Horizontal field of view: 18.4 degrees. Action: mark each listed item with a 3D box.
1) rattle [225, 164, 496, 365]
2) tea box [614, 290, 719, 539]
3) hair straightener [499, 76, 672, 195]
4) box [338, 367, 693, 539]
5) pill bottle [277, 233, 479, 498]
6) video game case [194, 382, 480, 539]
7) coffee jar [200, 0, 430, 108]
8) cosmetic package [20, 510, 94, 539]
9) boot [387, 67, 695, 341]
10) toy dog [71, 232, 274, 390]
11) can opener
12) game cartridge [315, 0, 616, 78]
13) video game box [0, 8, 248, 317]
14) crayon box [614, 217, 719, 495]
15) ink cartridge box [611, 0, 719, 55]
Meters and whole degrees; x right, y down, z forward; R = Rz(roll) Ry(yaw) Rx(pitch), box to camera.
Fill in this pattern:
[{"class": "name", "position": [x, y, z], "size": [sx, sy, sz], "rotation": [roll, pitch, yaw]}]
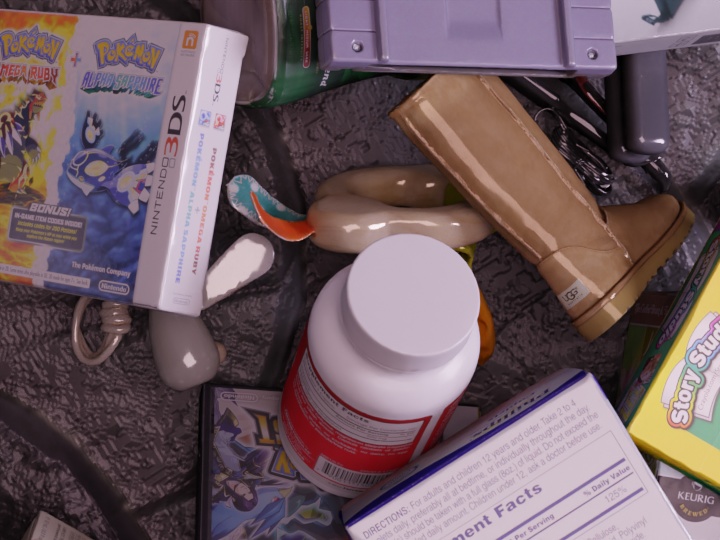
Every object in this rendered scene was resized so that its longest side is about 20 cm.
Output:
[{"class": "rattle", "position": [0.000, 0.000, 1.497], "size": [0.199, 0.130, 0.144], "rotation": [-17, 133, -40]}, {"class": "tea box", "position": [0.285, 0.125, 1.545], "size": [0.199, 0.134, 0.198], "rotation": [9, 88, -9]}, {"class": "hair straightener", "position": [0.143, -0.100, 1.572], "size": [0.200, 0.041, 0.077], "rotation": [44, 84, -12]}, {"class": "box", "position": [0.113, 0.192, 1.411], "size": [0.183, 0.105, 0.201], "rotation": [-32, 92, -2]}, {"class": "pill bottle", "position": [0.014, 0.061, 1.439], "size": [0.111, 0.200, 0.113], "rotation": [5, 61, -10]}, {"class": "video game case", "position": [-0.012, 0.168, 1.505], "size": [0.199, 0.026, 0.182], "rotation": [5, 59, -10]}, {"class": "coffee jar", "position": [-0.007, -0.171, 1.478], "size": [0.199, 0.085, 0.105], "rotation": [-15, 109, -41]}, {"class": "cosmetic package", "position": [-0.158, 0.262, 1.482], "size": [0.199, 0.087, 0.104], "rotation": [30, 105, -9]}, {"class": "boot", "position": [0.127, -0.070, 1.490], "size": [0.200, 0.175, 0.066], "rotation": [49, 123, -3]}, {"class": "toy dog", "position": [-0.118, -0.025, 1.498], "size": [0.096, 0.131, 0.201], "rotation": [-1, 96, -48]}, {"class": "can opener", "position": [0.206, -0.175, 1.555], "size": [0.066, 0.053, 0.201], "rotation": [3, 78, -21]}, {"class": "game cartridge", "position": [0.066, -0.190, 1.421], "size": [0.199, 0.038, 0.131], "rotation": [-1, 84, -20]}, {"class": "video game box", "position": [-0.172, -0.074, 1.446], "size": [0.047, 0.199, 0.183], "rotation": [15, 85, -52]}, {"class": "crayon box", "position": [0.284, 0.060, 1.448], "size": [0.172, 0.058, 0.201], "rotation": [30, 86, -5]}, {"class": "ink cartridge box", "position": [0.173, -0.234, 1.506], "size": [0.199, 0.044, 0.175], "rotation": [-9, 83, -18]}]
